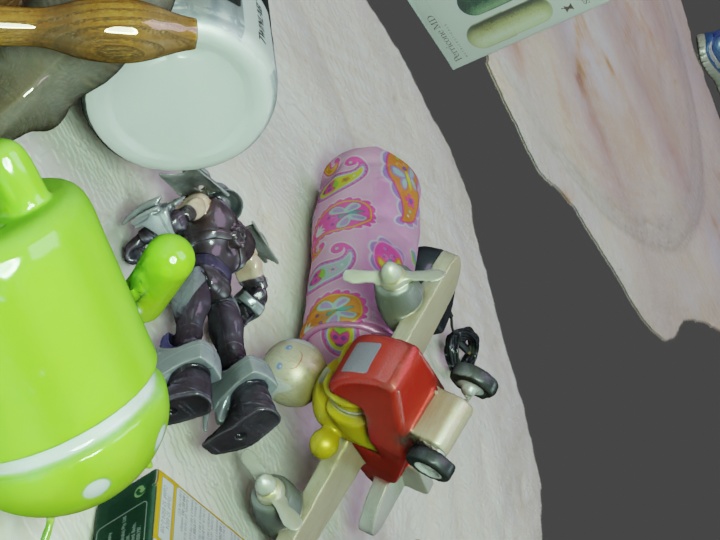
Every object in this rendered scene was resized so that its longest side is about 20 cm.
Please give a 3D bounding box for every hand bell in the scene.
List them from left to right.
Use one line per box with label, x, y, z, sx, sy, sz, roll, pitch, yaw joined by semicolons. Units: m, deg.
hand bell;-0.179;-0.119;0.815;0.104;0.199;0.105;-179;-90;-76

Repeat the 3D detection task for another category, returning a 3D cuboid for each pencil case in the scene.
pencil case;0.000;0.000;1.244;0.087;0.087;0.201;49;33;-36

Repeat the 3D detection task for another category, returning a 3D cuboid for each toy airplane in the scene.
toy airplane;-0.002;0.092;1.089;0.141;0.200;0.200;29;25;3

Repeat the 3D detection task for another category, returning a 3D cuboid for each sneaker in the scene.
sneaker;0.631;-0.325;2.741;0.200;0.089;0.079;46;34;-40

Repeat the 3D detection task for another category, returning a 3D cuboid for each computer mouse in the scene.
computer mouse;0.063;0.036;1.365;0.200;0.034;0.059;61;41;-59

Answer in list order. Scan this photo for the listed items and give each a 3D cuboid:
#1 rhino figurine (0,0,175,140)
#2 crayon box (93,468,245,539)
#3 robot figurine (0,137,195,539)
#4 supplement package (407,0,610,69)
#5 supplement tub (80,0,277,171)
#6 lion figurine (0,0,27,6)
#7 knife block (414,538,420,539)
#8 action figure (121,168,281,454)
rhino figurine;-0.175;-0.105;0.885;0.060;0.200;0.087;47;-10;-22
crayon box;-0.068;0.220;0.928;0.200;0.051;0.126;44;25;-30
robot figurine;-0.167;0.035;0.824;0.175;0.115;0.201;-35;116;-34
supplement package;0.147;-0.331;1.646;0.152;0.199;0.151;52;31;-31
supplement tub;-0.119;-0.168;1.061;0.123;0.122;0.201;47;23;-39
lion figurine;-0.231;-0.177;0.924;0.199;0.123;0.072;23;8;-37
knife block;0.046;0.299;1.072;0.200;0.064;0.176;53;30;-31
action figure;-0.099;0.015;1.053;0.130;0.069;0.201;37;35;-37
